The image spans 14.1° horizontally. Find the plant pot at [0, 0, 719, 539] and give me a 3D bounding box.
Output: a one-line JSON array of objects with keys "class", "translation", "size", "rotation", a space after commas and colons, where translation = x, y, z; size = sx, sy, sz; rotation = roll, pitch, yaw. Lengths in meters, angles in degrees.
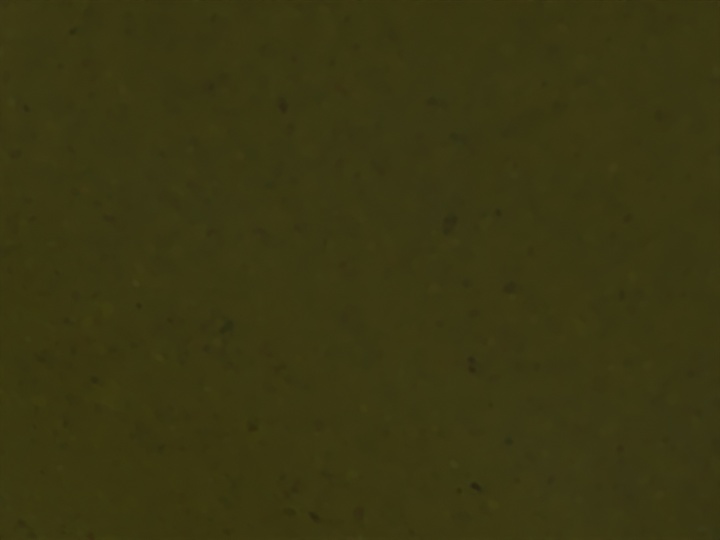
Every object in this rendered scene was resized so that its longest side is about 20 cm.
[{"class": "plant pot", "translation": [0.019, -0.014, 0.543], "size": [0.200, 0.194, 0.196], "rotation": [-55, -2, 12]}]
